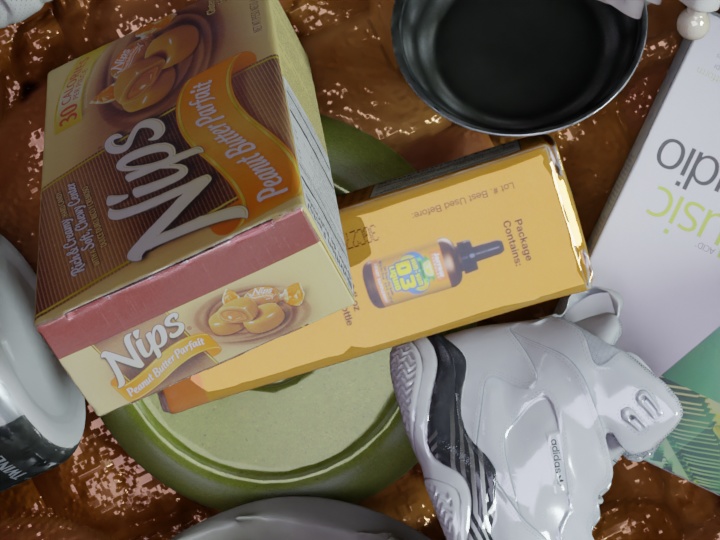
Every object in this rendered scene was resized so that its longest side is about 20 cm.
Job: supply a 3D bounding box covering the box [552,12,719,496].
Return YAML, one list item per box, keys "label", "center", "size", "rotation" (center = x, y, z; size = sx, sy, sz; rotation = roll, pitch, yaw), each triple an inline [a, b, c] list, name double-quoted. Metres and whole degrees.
- label: "box"
  center: [0.178, 0.000, 0.824]
  size: [0.143, 0.036, 0.201]
  rotation: [24, 101, 1]

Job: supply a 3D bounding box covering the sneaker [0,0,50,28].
- label: "sneaker"
  center: [-0.200, -0.202, 0.800]
  size: [0.200, 0.081, 0.147]
  rotation: [39, 98, -5]

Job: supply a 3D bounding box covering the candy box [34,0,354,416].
- label: "candy box"
  center: [-0.074, -0.040, 0.756]
  size: [0.115, 0.201, 0.055]
  rotation: [-24, 126, 9]

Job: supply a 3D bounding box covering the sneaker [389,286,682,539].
- label: "sneaker"
  center: [0.095, 0.107, 0.777]
  size: [0.114, 0.075, 0.201]
  rotation: [-21, 80, 3]

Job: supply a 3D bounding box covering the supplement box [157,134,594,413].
- label: "supplement box"
  center: [0.000, 0.000, 0.794]
  size: [0.198, 0.069, 0.067]
  rotation: [-16, 98, 8]

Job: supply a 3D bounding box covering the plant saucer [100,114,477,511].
- label: "plant saucer"
  center: [-0.044, 0.025, 0.849]
  size: [0.198, 0.031, 0.202]
  rotation: [1, 99, 5]

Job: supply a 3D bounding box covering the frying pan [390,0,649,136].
- label: "frying pan"
  center: [0.098, -0.132, 0.807]
  size: [0.190, 0.031, 0.115]
  rotation: [-41, 67, -13]

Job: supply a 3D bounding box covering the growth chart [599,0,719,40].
- label: "growth chart"
  center: [0.069, -0.171, 0.721]
  size: [0.199, 0.018, 0.146]
  rotation: [19, 133, 25]

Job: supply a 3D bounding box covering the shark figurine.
- label: "shark figurine"
  center: [-0.009, 0.134, 0.817]
  size: [0.213, 0.090, 0.129]
  rotation: [19, 75, 2]

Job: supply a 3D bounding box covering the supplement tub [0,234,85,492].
- label: "supplement tub"
  center: [-0.239, 0.069, 0.824]
  size: [0.199, 0.123, 0.123]
  rotation: [-24, 96, 7]
